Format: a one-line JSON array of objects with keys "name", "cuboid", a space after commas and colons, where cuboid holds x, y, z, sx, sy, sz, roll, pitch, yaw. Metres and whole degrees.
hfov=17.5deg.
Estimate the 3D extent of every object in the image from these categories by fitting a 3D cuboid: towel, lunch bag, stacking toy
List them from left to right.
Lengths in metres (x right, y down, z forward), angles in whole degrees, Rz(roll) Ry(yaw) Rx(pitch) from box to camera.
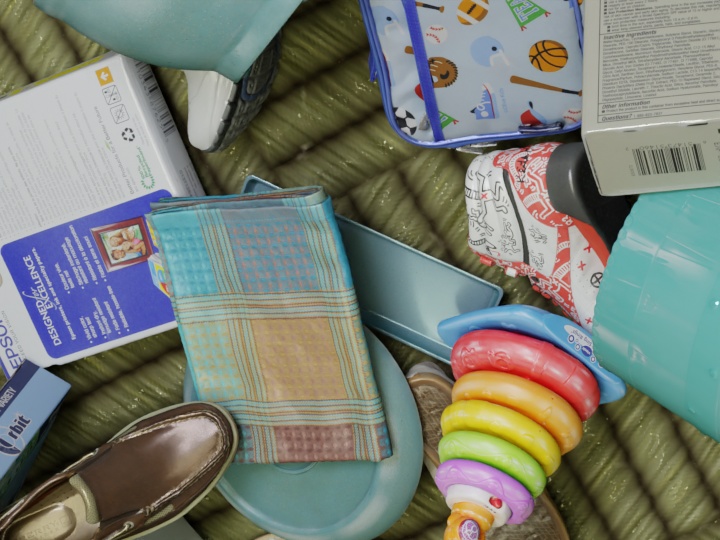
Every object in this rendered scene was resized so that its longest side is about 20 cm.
[{"name": "towel", "cuboid": [-0.063, 0.042, 1.612, 0.146, 0.022, 0.201, -4, 109, 29]}, {"name": "lunch bag", "cuboid": [0.074, -0.170, 1.533, 0.160, 0.076, 0.200, -5, 126, 12]}, {"name": "stacking toy", "cuboid": [0.088, 0.129, 1.570, 0.116, 0.200, 0.110, 38, 151, -26]}]

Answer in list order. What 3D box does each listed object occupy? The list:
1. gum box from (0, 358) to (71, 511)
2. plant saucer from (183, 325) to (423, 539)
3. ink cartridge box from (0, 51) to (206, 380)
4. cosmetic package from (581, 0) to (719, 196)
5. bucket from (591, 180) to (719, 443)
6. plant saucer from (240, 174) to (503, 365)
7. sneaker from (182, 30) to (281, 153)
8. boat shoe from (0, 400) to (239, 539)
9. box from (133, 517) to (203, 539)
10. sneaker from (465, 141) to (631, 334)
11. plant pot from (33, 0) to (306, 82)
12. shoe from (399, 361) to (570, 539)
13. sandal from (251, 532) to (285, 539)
[{"name": "gum box", "cuboid": [-0.292, 0.185, 1.686, 0.044, 0.170, 0.200, 30, 121, 1]}, {"name": "plant saucer", "cuboid": [-0.049, 0.112, 1.670, 0.200, 0.027, 0.201, 12, 114, 28]}, {"name": "ink cartridge box", "cuboid": [-0.207, -0.039, 1.677, 0.200, 0.047, 0.198, -17, 104, 27]}, {"name": "cosmetic package", "cuboid": [0.195, -0.152, 1.469, 0.103, 0.200, 0.073, -4, 146, 15]}, {"name": "bucket", "cuboid": [0.253, 0.014, 1.503, 0.135, 0.207, 0.208, 29, 113, 27]}, {"name": "plant saucer", "cuboid": [0.000, 0.000, 1.659, 0.200, 0.019, 0.070, 24, 111, 3]}, {"name": "sneaker", "cuboid": [-0.100, -0.181, 1.602, 0.087, 0.074, 0.201, 10, 101, 17]}, {"name": "boat shoe", "cuboid": [-0.176, 0.159, 1.624, 0.202, 0.075, 0.075, -33, 85, 7]}, {"name": "box", "cuboid": [-0.154, 0.271, 1.720, 0.200, 0.097, 0.124, 48, 112, 7]}, {"name": "sneaker", "cuboid": [0.143, -0.002, 1.607, 0.108, 0.067, 0.202, 0, 129, 39]}, {"name": "plant pot", "cuboid": [-0.091, -0.204, 1.466, 0.134, 0.200, 0.200, 38, 112, -6]}, {"name": "shoe", "cuboid": [0.091, 0.149, 1.672, 0.070, 0.053, 0.200, -31, 102, 9]}, {"name": "sandal", "cuboid": [-0.005, 0.239, 1.709, 0.211, 0.070, 0.078, 4, 109, 12]}]
